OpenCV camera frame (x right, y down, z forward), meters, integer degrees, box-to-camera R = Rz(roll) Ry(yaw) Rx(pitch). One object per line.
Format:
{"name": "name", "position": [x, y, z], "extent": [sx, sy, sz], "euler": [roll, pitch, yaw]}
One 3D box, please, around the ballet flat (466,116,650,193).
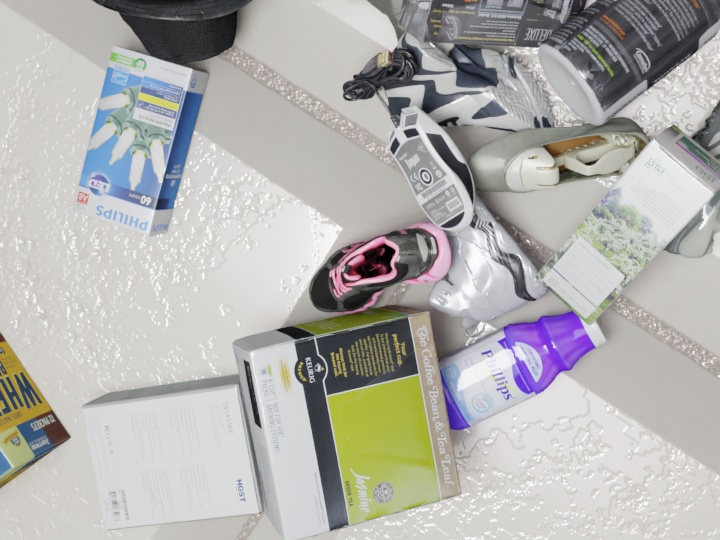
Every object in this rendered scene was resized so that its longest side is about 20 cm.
{"name": "ballet flat", "position": [0.210, -0.116, 1.008], "extent": [0.200, 0.064, 0.067], "euler": [-13, 125, -7]}

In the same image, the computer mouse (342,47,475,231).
{"name": "computer mouse", "position": [0.063, -0.133, 1.001], "extent": [0.200, 0.044, 0.110], "euler": [59, 144, -1]}

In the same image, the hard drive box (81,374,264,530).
{"name": "hard drive box", "position": [-0.214, 0.215, 1.151], "extent": [0.200, 0.077, 0.156], "euler": [-8, 94, 13]}

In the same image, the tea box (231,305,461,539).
{"name": "tea box", "position": [-0.017, 0.155, 1.030], "extent": [0.197, 0.134, 0.200], "euler": [-11, 94, -14]}

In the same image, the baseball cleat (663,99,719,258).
{"name": "baseball cleat", "position": [0.348, -0.115, 1.008], "extent": [0.106, 0.070, 0.200], "euler": [15, 97, 9]}

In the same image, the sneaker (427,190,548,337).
{"name": "sneaker", "position": [0.105, -0.023, 1.063], "extent": [0.115, 0.075, 0.200], "euler": [-40, 90, 10]}

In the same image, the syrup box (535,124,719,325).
{"name": "syrup box", "position": [0.276, -0.045, 0.983], "extent": [0.079, 0.081, 0.200], "euler": [43, 125, 12]}

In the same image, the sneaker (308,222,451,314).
{"name": "sneaker", "position": [0.000, 0.000, 1.050], "extent": [0.200, 0.095, 0.079], "euler": [-26, 79, 42]}

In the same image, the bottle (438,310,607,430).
{"name": "bottle", "position": [0.172, 0.103, 1.066], "extent": [0.200, 0.065, 0.084], "euler": [-27, 91, 13]}

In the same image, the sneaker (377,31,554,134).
{"name": "sneaker", "position": [0.104, -0.181, 1.054], "extent": [0.199, 0.130, 0.080], "euler": [21, 59, -25]}

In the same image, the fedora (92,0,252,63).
{"name": "fedora", "position": [-0.206, -0.291, 1.077], "extent": [0.200, 0.201, 0.092], "euler": [8, 130, 11]}

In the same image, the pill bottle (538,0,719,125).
{"name": "pill bottle", "position": [0.289, -0.247, 0.979], "extent": [0.200, 0.106, 0.106], "euler": [-38, 87, 1]}

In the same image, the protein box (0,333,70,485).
{"name": "protein box", "position": [-0.512, 0.191, 1.179], "extent": [0.198, 0.135, 0.200], "euler": [-35, 88, 12]}

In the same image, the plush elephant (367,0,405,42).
{"name": "plush elephant", "position": [0.055, -0.349, 1.007], "extent": [0.165, 0.200, 0.155], "euler": [41, 83, 12]}

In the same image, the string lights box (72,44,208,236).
{"name": "string lights box", "position": [-0.258, -0.151, 1.133], "extent": [0.103, 0.059, 0.200], "euler": [18, 99, 8]}

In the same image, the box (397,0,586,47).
{"name": "box", "position": [0.147, -0.305, 0.955], "extent": [0.050, 0.200, 0.158], "euler": [48, 134, 44]}
